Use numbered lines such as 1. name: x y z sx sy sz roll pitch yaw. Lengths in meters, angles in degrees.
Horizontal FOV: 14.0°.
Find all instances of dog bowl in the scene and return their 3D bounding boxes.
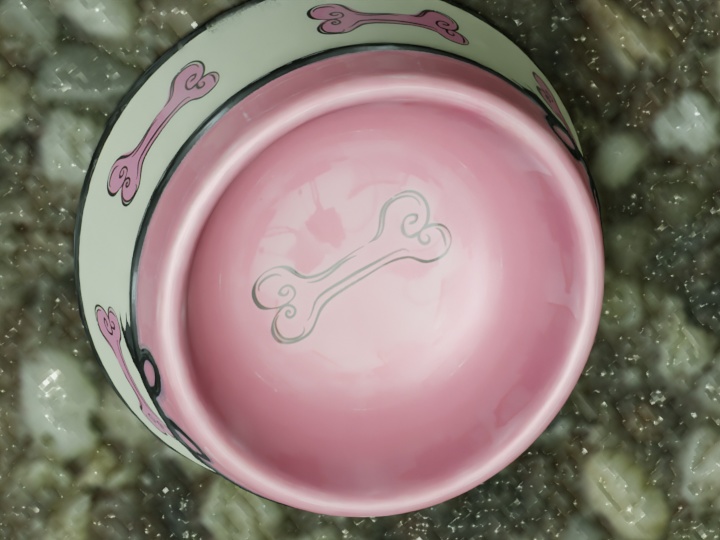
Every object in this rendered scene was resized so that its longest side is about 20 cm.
1. dog bowl: 0.000 0.000 1.063 0.200 0.074 0.201 -5 111 -14
